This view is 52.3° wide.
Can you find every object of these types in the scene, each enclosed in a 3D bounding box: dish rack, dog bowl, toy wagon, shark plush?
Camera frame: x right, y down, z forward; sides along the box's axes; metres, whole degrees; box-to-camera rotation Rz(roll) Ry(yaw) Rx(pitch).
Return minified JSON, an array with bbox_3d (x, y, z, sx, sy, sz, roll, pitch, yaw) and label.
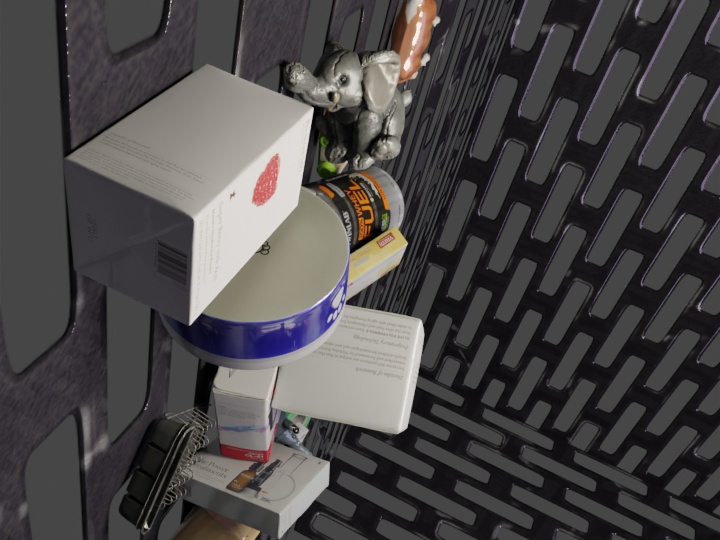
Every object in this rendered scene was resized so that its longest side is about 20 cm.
[{"bbox_3d":[-0.260,0.267,1.040,0.154,0.054,0.200,-65,171,2],"label":"dish rack"},{"bbox_3d":[-0.111,-0.002,0.755,0.079,0.200,0.200,99,18,-50],"label":"dog bowl"},{"bbox_3d":[-0.020,-0.240,1.139,0.200,0.039,0.155,99,18,-55],"label":"toy wagon"},{"bbox_3d":[-0.154,0.299,1.385,0.091,0.083,0.200,-46,122,-44],"label":"shark plush"}]

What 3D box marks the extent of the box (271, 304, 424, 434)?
[{"bbox_3d":[-0.011,0.152,1.146,0.199,0.199,0.172,62,38,-78],"label":"box"}]

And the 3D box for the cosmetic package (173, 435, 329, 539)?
[{"bbox_3d":[-0.172,0.332,1.171,0.151,0.200,0.052,-30,129,-59],"label":"cosmetic package"}]

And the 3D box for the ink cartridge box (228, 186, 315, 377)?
[{"bbox_3d":[-0.146,0.005,0.925,0.200,0.084,0.176,-56,166,-41],"label":"ink cartridge box"}]

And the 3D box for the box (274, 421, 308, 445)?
[{"bbox_3d":[-0.195,0.413,1.501,0.200,0.036,0.144,-62,161,19],"label":"box"}]

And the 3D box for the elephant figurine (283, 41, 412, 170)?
[{"bbox_3d":[-0.010,-0.241,0.964,0.200,0.141,0.155,69,13,-50],"label":"elephant figurine"}]

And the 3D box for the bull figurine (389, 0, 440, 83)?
[{"bbox_3d":[0.095,-0.415,1.244,0.200,0.065,0.121,-68,167,15],"label":"bull figurine"}]

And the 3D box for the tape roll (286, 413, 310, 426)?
[{"bbox_3d":[-0.177,0.342,1.552,0.200,0.048,0.201,-47,161,-21],"label":"tape roll"}]

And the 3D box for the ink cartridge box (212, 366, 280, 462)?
[{"bbox_3d":[-0.167,0.186,1.142,0.200,0.085,0.148,100,1,-50],"label":"ink cartridge box"}]

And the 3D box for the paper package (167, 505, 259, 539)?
[{"bbox_3d":[-0.237,0.433,1.260,0.200,0.103,0.191,-48,178,26],"label":"paper package"}]

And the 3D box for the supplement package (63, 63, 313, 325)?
[{"bbox_3d":[-0.142,-0.075,0.647,0.200,0.120,0.121,-56,165,-46],"label":"supplement package"}]

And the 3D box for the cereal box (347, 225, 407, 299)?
[{"bbox_3d":[0.000,0.000,1.146,0.144,0.040,0.200,-33,173,-6],"label":"cereal box"}]

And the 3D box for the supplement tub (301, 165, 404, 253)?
[{"bbox_3d":[-0.037,-0.080,1.098,0.200,0.122,0.123,-27,144,-45],"label":"supplement tub"}]
